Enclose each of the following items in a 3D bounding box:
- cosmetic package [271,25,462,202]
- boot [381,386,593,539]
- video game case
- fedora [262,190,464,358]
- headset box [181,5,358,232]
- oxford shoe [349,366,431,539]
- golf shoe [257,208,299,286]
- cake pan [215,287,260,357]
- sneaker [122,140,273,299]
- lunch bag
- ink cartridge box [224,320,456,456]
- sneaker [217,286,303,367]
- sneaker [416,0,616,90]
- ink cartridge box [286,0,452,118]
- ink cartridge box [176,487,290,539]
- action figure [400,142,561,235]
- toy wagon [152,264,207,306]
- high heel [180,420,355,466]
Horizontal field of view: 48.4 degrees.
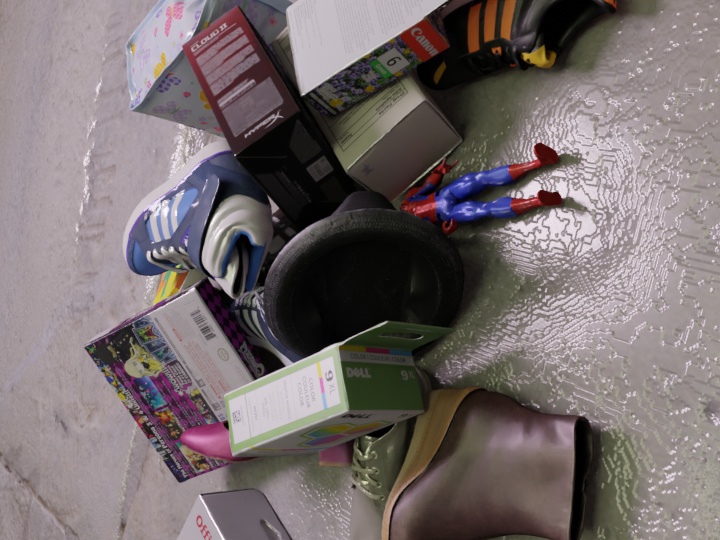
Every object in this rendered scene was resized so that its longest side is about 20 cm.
[{"bbox_3d":[0.003,-0.179,0.795,0.103,0.087,0.201,-38,56,16],"label":"cosmetic package"},{"bbox_3d":[0.101,0.200,0.658,0.165,0.072,0.203,6,85,49],"label":"boot"},{"bbox_3d":[-0.188,0.129,0.894,0.180,0.036,0.201,-26,104,27],"label":"video game case"},{"bbox_3d":[0.000,0.000,0.736,0.201,0.199,0.092,-46,33,31],"label":"fedora"},{"bbox_3d":[-0.092,-0.154,0.803,0.075,0.149,0.201,-33,54,5],"label":"headset box"},{"bbox_3d":[0.015,0.186,0.762,0.075,0.057,0.202,19,99,44],"label":"oxford shoe"},{"bbox_3d":[-0.079,-0.034,0.895,0.199,0.077,0.096,-8,61,44],"label":"golf shoe"},{"bbox_3d":[-0.190,0.120,1.000,0.199,0.036,0.203,-9,78,46],"label":"cake pan"},{"bbox_3d":[-0.164,-0.018,0.799,0.200,0.080,0.147,-42,52,26],"label":"sneaker"},{"bbox_3d":[-0.151,-0.255,0.922,0.199,0.168,0.129,-30,60,43],"label":"lunch bag"},{"bbox_3d":[-0.015,0.108,0.693,0.199,0.103,0.060,-28,65,34],"label":"ink cartridge box"},{"bbox_3d":[-0.101,0.035,0.862,0.199,0.070,0.109,26,143,39],"label":"sneaker"},{"bbox_3d":[0.128,-0.203,0.691,0.199,0.070,0.091,-33,58,36],"label":"sneaker"},{"bbox_3d":[0.029,-0.232,0.708,0.199,0.050,0.110,-25,59,25],"label":"ink cartridge box"},{"bbox_3d":[-0.155,0.369,0.893,0.145,0.083,0.201,45,116,41],"label":"ink cartridge box"},{"bbox_3d":[0.086,-0.063,0.734,0.199,0.051,0.066,-16,75,47],"label":"action figure"},{"bbox_3d":[-0.201,-0.015,0.966,0.155,0.039,0.201,-48,24,34],"label":"toy wagon"},{"bbox_3d":[-0.092,0.147,0.829,0.197,0.067,0.097,0,91,7],"label":"high heel"}]
